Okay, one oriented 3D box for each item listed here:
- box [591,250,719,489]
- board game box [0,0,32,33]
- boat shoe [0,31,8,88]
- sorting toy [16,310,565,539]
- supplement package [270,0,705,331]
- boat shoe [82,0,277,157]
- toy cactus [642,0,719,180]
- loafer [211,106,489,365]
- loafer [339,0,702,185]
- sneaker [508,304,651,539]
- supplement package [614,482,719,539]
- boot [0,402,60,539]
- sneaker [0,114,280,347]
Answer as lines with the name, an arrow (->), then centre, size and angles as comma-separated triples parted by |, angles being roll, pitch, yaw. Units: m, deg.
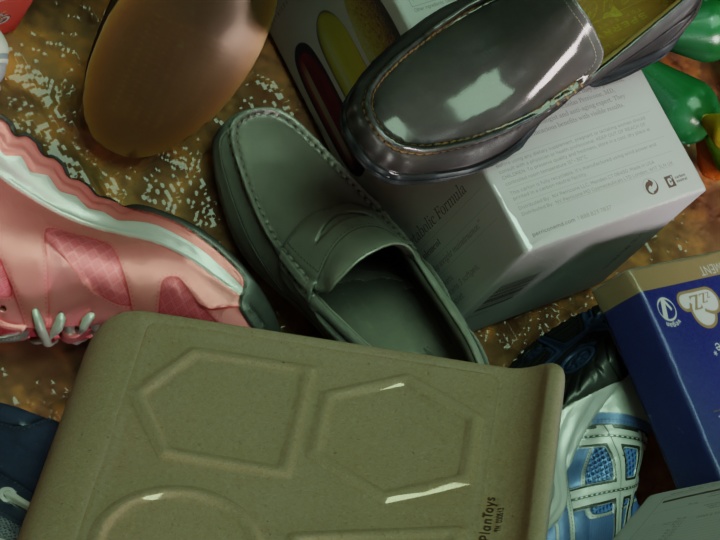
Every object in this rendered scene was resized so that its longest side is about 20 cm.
box -> 0.190, 0.087, 1.078 | 0.121, 0.032, 0.200 | -11, 75, -44
board game box -> -0.260, -0.178, 1.057 | 0.153, 0.040, 0.200 | -23, 78, -32
boat shoe -> -0.223, -0.029, 0.966 | 0.201, 0.070, 0.072 | -32, 91, -7
sorting toy -> -0.027, 0.093, 0.907 | 0.199, 0.037, 0.185 | 5, 39, 7
supplement package -> 0.052, -0.086, 1.115 | 0.109, 0.114, 0.200 | -19, 74, -31
boat shoe -> -0.064, -0.145, 1.073 | 0.070, 0.200, 0.070 | 29, 14, -19
toy cactus -> 0.161, -0.123, 1.206 | 0.165, 0.102, 0.201 | -2, 76, -15
loafer -> 0.000, 0.000, 1.068 | 0.070, 0.070, 0.200 | -28, 71, -28
loafer -> 0.075, -0.102, 1.021 | 0.200, 0.072, 0.073 | -34, 84, -32
sneaker -> 0.096, 0.091, 1.087 | 0.077, 0.076, 0.200 | 48, 57, -20
supplement package -> 0.139, 0.170, 0.907 | 0.200, 0.114, 0.110 | -38, 108, -52
boot -> -0.109, 0.112, 0.940 | 0.200, 0.073, 0.090 | 22, 53, 15
sneaker -> -0.131, 0.007, 1.023 | 0.200, 0.074, 0.087 | 30, 67, -1
